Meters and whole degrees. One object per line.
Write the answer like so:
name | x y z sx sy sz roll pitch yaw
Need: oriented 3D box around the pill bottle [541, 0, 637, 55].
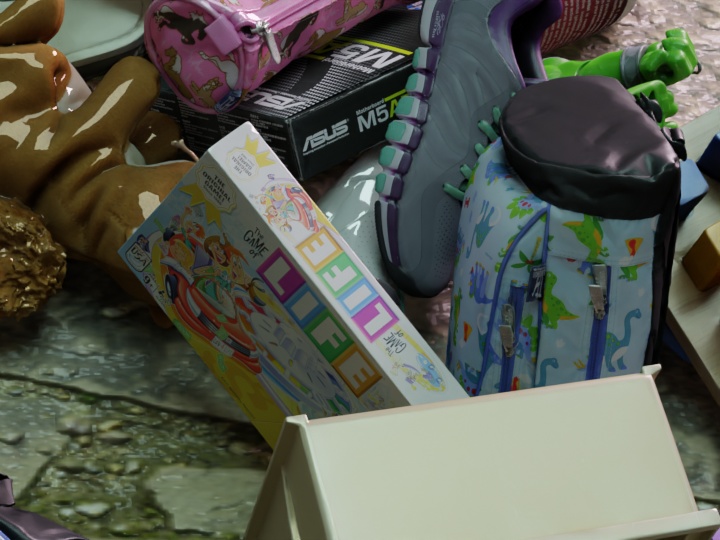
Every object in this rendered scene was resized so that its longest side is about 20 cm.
pill bottle | 0.115 -0.201 1.799 0.199 0.113 0.113 -24 52 -31

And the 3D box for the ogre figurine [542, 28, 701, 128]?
ogre figurine | 0.114 -0.070 1.649 0.098 0.201 0.120 25 -5 -36

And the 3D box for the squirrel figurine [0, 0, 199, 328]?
squirrel figurine | -0.180 -0.035 1.586 0.200 0.142 0.187 -38 69 -22

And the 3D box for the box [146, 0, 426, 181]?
box | -0.025 -0.124 1.684 0.192 0.048 0.199 -25 25 -31

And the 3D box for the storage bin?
storage bin | 0.050 0.144 1.365 0.199 0.199 0.094 -8 62 -16

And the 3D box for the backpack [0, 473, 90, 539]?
backpack | -0.206 0.163 1.305 0.199 0.191 0.154 33 64 25

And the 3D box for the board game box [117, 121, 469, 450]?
board game box | -0.035 0.033 1.452 0.034 0.134 0.200 -37 87 -36

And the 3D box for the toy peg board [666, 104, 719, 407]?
toy peg board | 0.271 -0.025 1.553 0.199 0.098 0.200 -28 79 -15

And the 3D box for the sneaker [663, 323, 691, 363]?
sneaker | 0.246 0.024 1.624 0.199 0.076 0.106 15 62 7

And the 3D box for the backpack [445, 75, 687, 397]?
backpack | 0.112 0.013 1.511 0.153 0.201 0.163 -11 25 -5

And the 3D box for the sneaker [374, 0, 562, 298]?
sneaker | 0.068 -0.081 1.570 0.087 0.202 0.074 8 -2 38

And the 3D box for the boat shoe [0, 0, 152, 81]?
boat shoe | -0.225 -0.141 1.714 0.200 0.060 0.073 -11 77 4

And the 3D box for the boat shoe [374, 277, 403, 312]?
boat shoe | -0.006 0.031 1.514 0.065 0.072 0.200 -34 74 -26

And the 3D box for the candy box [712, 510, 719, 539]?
candy box | 0.255 0.216 1.405 0.167 0.072 0.201 -4 44 -14

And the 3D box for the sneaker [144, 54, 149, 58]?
sneaker | -0.114 -0.188 1.796 0.199 0.074 0.077 -11 24 -25

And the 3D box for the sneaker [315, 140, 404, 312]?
sneaker | 0.000 0.000 1.608 0.088 0.075 0.200 35 56 13

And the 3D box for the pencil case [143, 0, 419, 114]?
pencil case | -0.037 -0.166 1.625 0.086 0.083 0.200 36 46 23
